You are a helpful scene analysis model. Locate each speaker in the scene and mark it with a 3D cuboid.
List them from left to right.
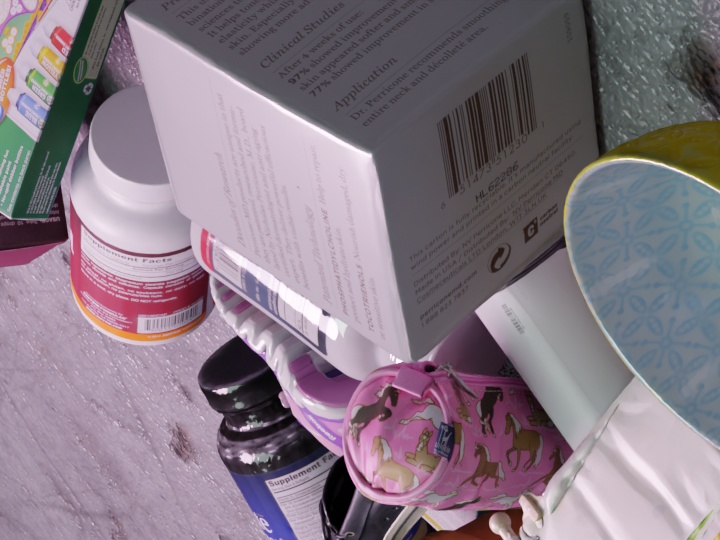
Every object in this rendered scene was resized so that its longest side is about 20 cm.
[{"bbox_3d":[0.152,0.075,1.557,0.200,0.081,0.081,54,155,-8],"label":"speaker"}]

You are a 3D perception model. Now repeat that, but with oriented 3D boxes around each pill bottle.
[{"bbox_3d":[-0.150,-0.041,1.866,0.113,0.113,0.200,42,153,18],"label":"pill bottle"},{"bbox_3d":[-0.036,0.140,1.922,0.112,0.112,0.200,7,131,56],"label":"pill bottle"},{"bbox_3d":[0.000,0.000,1.663,0.200,0.120,0.120,36,151,29],"label":"pill bottle"}]

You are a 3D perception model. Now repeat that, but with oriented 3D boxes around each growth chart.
[{"bbox_3d":[0.164,0.137,1.484,0.200,0.018,0.145,-50,57,30],"label":"growth chart"}]

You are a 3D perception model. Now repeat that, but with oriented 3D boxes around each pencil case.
[{"bbox_3d":[0.077,0.101,1.591,0.086,0.200,0.083,-25,70,33],"label":"pencil case"}]

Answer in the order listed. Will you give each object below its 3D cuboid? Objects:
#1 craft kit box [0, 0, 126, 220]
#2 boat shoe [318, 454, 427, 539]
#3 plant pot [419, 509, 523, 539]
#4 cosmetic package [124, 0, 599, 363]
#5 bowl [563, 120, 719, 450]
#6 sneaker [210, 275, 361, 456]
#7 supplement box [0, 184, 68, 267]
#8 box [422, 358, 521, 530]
[{"bbox_3d":[-0.263,-0.166,1.820,0.197,0.048,0.200,31,108,33],"label":"craft kit box"},{"bbox_3d":[0.003,0.151,1.709,0.062,0.075,0.200,24,138,-7],"label":"boat shoe"},{"bbox_3d":[0.127,0.229,1.738,0.200,0.140,0.200,38,153,24],"label":"plant pot"},{"bbox_3d":[0.005,-0.092,1.471,0.200,0.167,0.167,33,150,35],"label":"cosmetic package"},{"bbox_3d":[0.210,-0.005,1.318,0.200,0.108,0.200,39,153,24],"label":"bowl"},{"bbox_3d":[-0.037,0.054,1.783,0.200,0.080,0.089,54,166,44],"label":"sneaker"},{"bbox_3d":[-0.283,-0.105,1.935,0.110,0.086,0.200,160,102,-65],"label":"supplement box"},{"bbox_3d":[0.069,0.112,1.780,0.082,0.049,0.200,41,153,21],"label":"box"}]
